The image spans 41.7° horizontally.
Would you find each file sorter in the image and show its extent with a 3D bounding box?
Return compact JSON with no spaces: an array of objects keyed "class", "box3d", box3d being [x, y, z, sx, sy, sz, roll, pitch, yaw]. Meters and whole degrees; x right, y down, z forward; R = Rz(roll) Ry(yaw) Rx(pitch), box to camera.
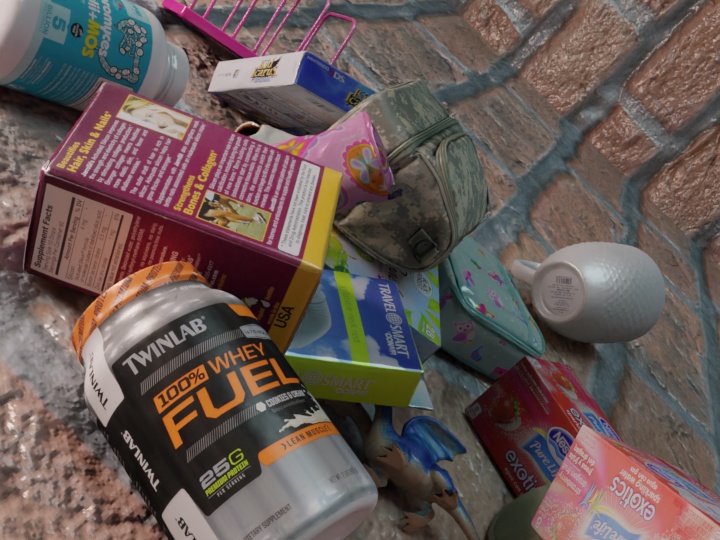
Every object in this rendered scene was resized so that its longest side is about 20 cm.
[{"class":"file sorter","box3d":[-0.124,-0.326,1.199,0.200,0.126,0.139,30,6,-28]}]

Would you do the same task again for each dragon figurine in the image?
[{"class":"dragon figurine","box3d":[0.049,0.162,0.796,0.200,0.059,0.099,39,24,-7]}]

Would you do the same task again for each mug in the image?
[{"class":"mug","box3d":[0.310,0.024,1.367,0.200,0.148,0.175,24,14,41]}]

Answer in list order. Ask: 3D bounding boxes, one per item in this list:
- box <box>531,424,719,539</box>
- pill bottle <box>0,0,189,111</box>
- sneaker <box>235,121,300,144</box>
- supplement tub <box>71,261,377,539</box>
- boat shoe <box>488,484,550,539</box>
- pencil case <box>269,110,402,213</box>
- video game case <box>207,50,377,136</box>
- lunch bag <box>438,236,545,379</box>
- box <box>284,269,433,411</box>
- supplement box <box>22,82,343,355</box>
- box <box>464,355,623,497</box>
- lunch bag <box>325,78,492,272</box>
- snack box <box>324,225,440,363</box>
[{"class":"box","box3d":[0.217,0.198,0.664,0.103,0.095,0.200,26,4,-17]},{"class":"pill bottle","box3d":[-0.253,-0.202,0.854,0.200,0.111,0.111,12,39,-50]},{"class":"sneaker","box3d":[-0.088,-0.135,1.052,0.085,0.073,0.200,51,26,10]},{"class":"supplement tub","box3d":[-0.091,0.099,0.597,0.200,0.123,0.122,51,24,19]},{"class":"boat shoe","box3d":[0.152,0.243,0.808,0.061,0.072,0.201,58,16,0]},{"class":"pencil case","box3d":[-0.070,-0.071,0.825,0.087,0.200,0.088,162,-90,-90]},{"class":"video game case","box3d":[-0.049,-0.191,1.116,0.200,0.046,0.181,24,-10,-39]},{"class":"lunch bag","box3d":[0.133,0.031,1.124,0.160,0.077,0.200,30,27,-28]},{"class":"box","box3d":[-0.036,0.050,0.781,0.200,0.048,0.122,9,36,-19]},{"class":"supplement box","box3d":[-0.127,-0.036,0.705,0.200,0.103,0.131,21,39,-8]},{"class":"box","box3d":[0.208,0.193,0.951,0.100,0.095,0.200,15,36,-49]},{"class":"lunch bag","box3d":[0.049,-0.090,0.961,0.168,0.139,0.200,53,22,-1]},{"class":"snack box","box3d":[0.000,0.000,0.976,0.169,0.068,0.200,37,25,-14]}]
